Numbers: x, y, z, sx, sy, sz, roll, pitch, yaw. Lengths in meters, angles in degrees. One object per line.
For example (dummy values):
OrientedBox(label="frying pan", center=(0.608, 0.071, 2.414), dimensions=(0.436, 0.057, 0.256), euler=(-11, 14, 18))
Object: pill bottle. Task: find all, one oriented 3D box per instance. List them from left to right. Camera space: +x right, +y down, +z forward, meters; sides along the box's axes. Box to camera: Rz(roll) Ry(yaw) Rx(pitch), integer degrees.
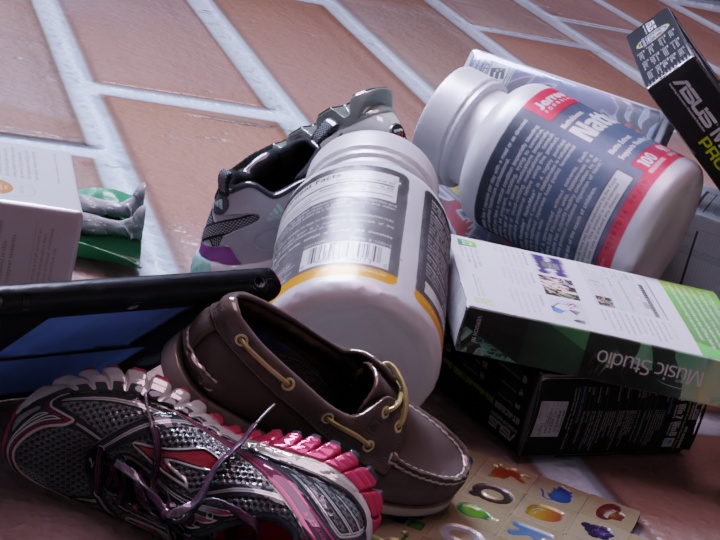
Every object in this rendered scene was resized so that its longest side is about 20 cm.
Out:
OrientedBox(label="pill bottle", center=(0.000, 0.000, 1.088), dimensions=(0.116, 0.117, 0.200), euler=(13, 35, -3))
OrientedBox(label="pill bottle", center=(0.143, -0.070, 1.256), dimensions=(0.200, 0.120, 0.119), euler=(30, 23, 21))

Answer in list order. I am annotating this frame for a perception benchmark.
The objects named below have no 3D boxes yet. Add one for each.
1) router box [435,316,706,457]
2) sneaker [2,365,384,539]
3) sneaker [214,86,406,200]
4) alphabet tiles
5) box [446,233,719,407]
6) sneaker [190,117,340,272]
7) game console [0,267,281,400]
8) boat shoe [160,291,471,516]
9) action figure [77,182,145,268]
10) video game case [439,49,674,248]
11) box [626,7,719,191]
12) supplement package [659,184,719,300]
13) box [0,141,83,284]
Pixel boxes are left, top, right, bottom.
OrientedBox(label="router box", center=(0.122, 0.057, 1.167), dimensions=(0.149, 0.062, 0.200), euler=(2, 22, -32))
OrientedBox(label="sneaker", center=(-0.090, 0.107, 0.850), dimensions=(0.199, 0.081, 0.075), euler=(13, 34, 13))
OrientedBox(label="sneaker", center=(-0.039, -0.064, 1.324), dimensions=(0.074, 0.089, 0.200), euler=(-17, -8, -46))
OrientedBox(label="alphabet tiles", center=(0.082, 0.148, 0.966), dimensions=(0.199, 0.006, 0.166), euler=(19, 19, 15))
OrientedBox(label="box", center=(0.154, 0.033, 1.107), dimensions=(0.199, 0.036, 0.144), euler=(11, 19, -6))
OrientedBox(label="sneaker", center=(-0.027, -0.045, 1.230), dimensions=(0.199, 0.141, 0.078), euler=(-6, 26, -44))
OrientedBox(label="game console", center=(-0.166, 0.039, 0.908), dimensions=(0.199, 0.031, 0.177), euler=(-5, -13, -42))
OrientedBox(label="boat shoe", center=(-0.011, 0.073, 0.915), dimensions=(0.200, 0.060, 0.072), euler=(30, 34, -27))
OrientedBox(label="action figure", center=(-0.258, -0.049, 1.226), dimensions=(0.199, 0.055, 0.118), euler=(5, 23, -12))
OrientedBox(label="video game case", center=(0.128, -0.063, 1.338), dimensions=(0.182, 0.201, 0.023), euler=(22, -13, 22))
OrientedBox(label="box", center=(0.274, -0.112, 1.297), dimensions=(0.160, 0.044, 0.200), euler=(52, 15, -12))
OrientedBox(label="supplement package", center=(0.284, -0.003, 1.374), dimensions=(0.199, 0.114, 0.109), euler=(21, 20, 16))
OrientedBox(label="box", center=(-0.286, -0.028, 1.067), dimensions=(0.199, 0.098, 0.124), euler=(9, 19, -16))
